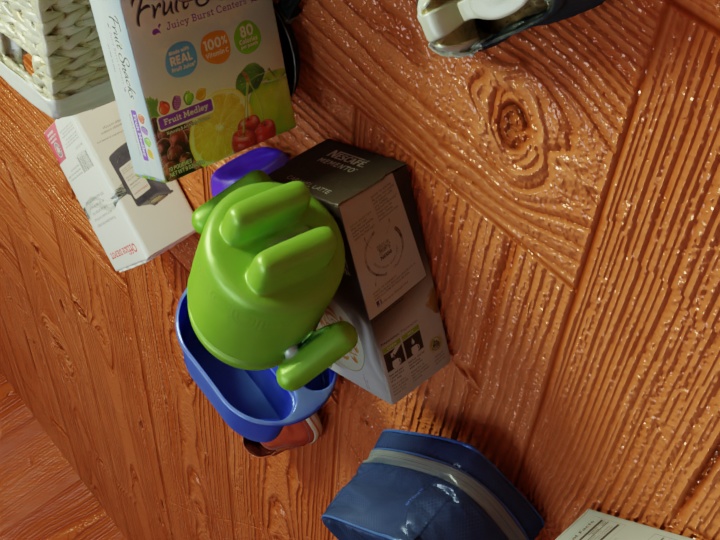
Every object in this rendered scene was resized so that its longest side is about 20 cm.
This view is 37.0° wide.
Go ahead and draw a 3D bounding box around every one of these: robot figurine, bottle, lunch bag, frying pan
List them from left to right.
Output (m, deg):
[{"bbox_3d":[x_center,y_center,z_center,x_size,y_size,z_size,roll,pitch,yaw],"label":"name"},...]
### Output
[{"bbox_3d":[-0.080,0.008,0.871,0.177,0.115,0.200,57,153,15],"label":"robot figurine"},{"bbox_3d":[-0.082,-0.217,0.914,0.115,0.031,0.191,43,138,22],"label":"frying pan"},{"bbox_3d":[-0.083,-0.017,1.064,0.065,0.083,0.202,20,133,50],"label":"bottle"},{"bbox_3d":[0.068,0.232,1.020,0.136,0.133,0.199,50,156,-21],"label":"lunch bag"}]

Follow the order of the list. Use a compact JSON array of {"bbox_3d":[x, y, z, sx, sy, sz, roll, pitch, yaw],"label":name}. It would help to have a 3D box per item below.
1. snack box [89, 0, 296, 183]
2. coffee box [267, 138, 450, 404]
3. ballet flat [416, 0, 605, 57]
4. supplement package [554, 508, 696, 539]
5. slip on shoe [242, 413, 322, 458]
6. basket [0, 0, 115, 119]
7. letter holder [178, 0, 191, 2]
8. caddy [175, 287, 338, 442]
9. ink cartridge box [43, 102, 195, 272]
[{"bbox_3d":[-0.135,-0.189,0.856,0.053,0.141,0.203,16,125,44],"label":"snack box"},{"bbox_3d":[0.000,0.000,0.945,0.114,0.079,0.202,24,137,47],"label":"coffee box"},{"bbox_3d":[0.076,-0.168,0.658,0.199,0.073,0.074,-1,117,60],"label":"ballet flat"},{"bbox_3d":[0.219,0.302,0.808,0.199,0.150,0.153,1,120,59],"label":"supplement package"},{"bbox_3d":[-0.099,0.195,1.338,0.075,0.061,0.200,58,152,4],"label":"slip on shoe"},{"bbox_3d":[-0.227,-0.244,0.957,0.135,0.199,0.125,36,141,35],"label":"basket"},{"bbox_3d":[-0.075,-0.284,0.711,0.100,0.141,0.202,29,141,43],"label":"letter holder"},{"bbox_3d":[-0.112,0.084,1.159,0.200,0.141,0.105,48,157,17],"label":"caddy"},{"bbox_3d":[-0.296,-0.111,1.329,0.144,0.084,0.202,-12,106,62],"label":"ink cartridge box"}]
